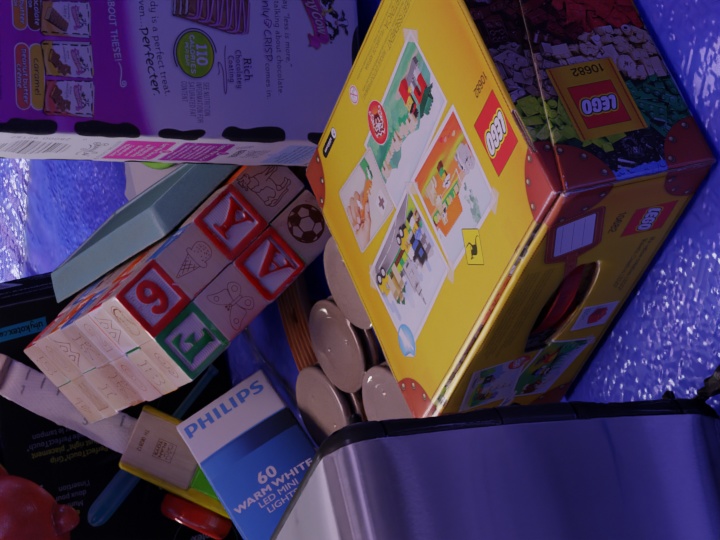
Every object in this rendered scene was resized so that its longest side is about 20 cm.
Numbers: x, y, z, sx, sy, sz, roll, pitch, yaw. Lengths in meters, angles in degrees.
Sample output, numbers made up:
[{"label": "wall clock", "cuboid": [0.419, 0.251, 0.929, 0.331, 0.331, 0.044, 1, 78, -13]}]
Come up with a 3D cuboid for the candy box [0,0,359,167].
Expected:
[{"label": "candy box", "cuboid": [-0.101, -0.123, 1.390, 0.061, 0.199, 0.137, 157, 112, -64]}]

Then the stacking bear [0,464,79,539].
[{"label": "stacking bear", "cuboid": [-0.235, 0.143, 1.598, 0.199, 0.121, 0.114, 8, 116, 49]}]

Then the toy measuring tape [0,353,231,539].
[{"label": "toy measuring tape", "cuboid": [-0.117, 0.100, 1.626, 0.199, 0.074, 0.074, 24, 136, 8]}]

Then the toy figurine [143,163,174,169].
[{"label": "toy figurine", "cuboid": [-0.185, -0.106, 1.492, 0.200, 0.183, 0.151, 24, 123, 59]}]

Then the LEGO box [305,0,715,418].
[{"label": "LEGO box", "cuboid": [0.059, -0.045, 1.252, 0.149, 0.077, 0.200, 66, 153, 25]}]

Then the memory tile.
[{"label": "memory tile", "cuboid": [0.034, 0.085, 1.400, 0.200, 0.017, 0.154, 51, 147, 32]}]

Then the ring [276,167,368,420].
[{"label": "ring", "cuboid": [0.000, 0.000, 1.471, 0.200, 0.019, 0.201, 39, 134, 56]}]

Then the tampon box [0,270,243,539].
[{"label": "tampon box", "cuboid": [-0.165, 0.104, 1.713, 0.126, 0.149, 0.201, 5, 105, 63]}]

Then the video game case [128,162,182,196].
[{"label": "video game case", "cuboid": [-0.107, -0.149, 1.547, 0.182, 0.022, 0.201, -23, 80, 65]}]

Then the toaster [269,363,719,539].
[{"label": "toaster", "cuboid": [0.061, 0.133, 1.192, 0.200, 0.180, 0.119, 118, 144, -57]}]

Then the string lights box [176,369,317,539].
[{"label": "string lights box", "cuboid": [-0.016, 0.155, 1.477, 0.200, 0.059, 0.103, 54, 176, 42]}]

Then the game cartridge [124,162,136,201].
[{"label": "game cartridge", "cuboid": [-0.091, -0.087, 1.609, 0.133, 0.041, 0.201, 44, 139, 44]}]

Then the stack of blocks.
[{"label": "stack of blocks", "cuboid": [-0.098, 0.011, 1.513, 0.059, 0.115, 0.200, 47, 159, -7]}]

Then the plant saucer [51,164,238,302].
[{"label": "plant saucer", "cuboid": [-0.117, -0.027, 1.538, 0.019, 0.070, 0.200, 47, 157, -6]}]
